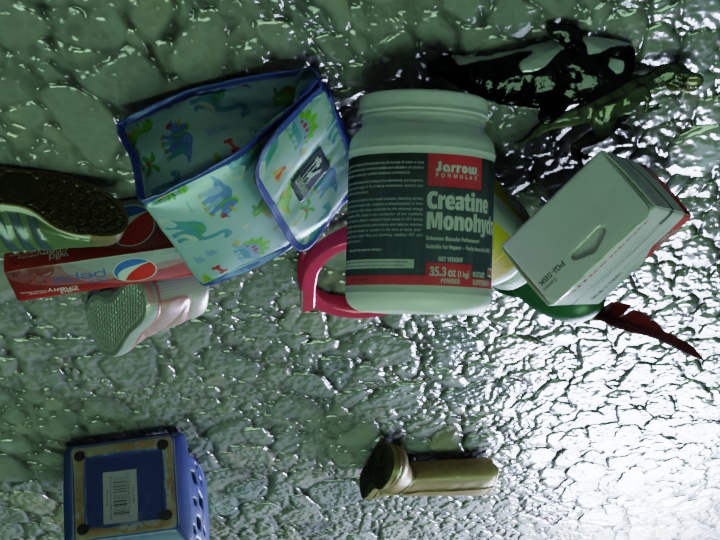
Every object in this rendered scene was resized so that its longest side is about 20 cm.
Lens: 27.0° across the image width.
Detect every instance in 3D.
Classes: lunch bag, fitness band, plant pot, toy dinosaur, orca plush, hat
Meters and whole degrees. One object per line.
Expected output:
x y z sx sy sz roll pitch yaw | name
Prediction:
-0.104 -0.096 1.428 0.198 0.128 0.170 -25 147 1 | lunch bag
0.000 0.000 1.708 0.142 0.038 0.201 -7 152 -9 | fitness band
-0.313 0.339 2.060 0.198 0.202 0.181 -6 146 -3 | plant pot
0.237 -0.149 1.470 0.198 0.048 0.088 -25 154 -6 | toy dinosaur
0.166 -0.175 1.401 0.198 0.072 0.105 3 149 -21 | orca plush
0.248 0.056 1.721 0.164 0.178 0.200 11 146 -31 | hat

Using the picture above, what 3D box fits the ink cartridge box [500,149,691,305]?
0.245 -0.041 1.540 0.147 0.083 0.200 -44 164 16 | ink cartridge box

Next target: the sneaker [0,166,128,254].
-0.338 -0.052 1.490 0.198 0.068 0.090 12 145 -21 | sneaker

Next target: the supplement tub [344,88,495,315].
0.056 -0.060 1.408 0.139 0.202 0.140 2 178 0 | supplement tub

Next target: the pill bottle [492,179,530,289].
0.117 -0.048 1.578 0.104 0.105 0.200 -22 148 23 | pill bottle

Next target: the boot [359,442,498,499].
0.112 0.298 2.238 0.198 0.067 0.175 1 162 -16 | boot

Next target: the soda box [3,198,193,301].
-0.266 -0.025 1.550 0.198 0.071 0.064 -8 150 -1 | soda box

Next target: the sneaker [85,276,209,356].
-0.231 0.039 1.668 0.104 0.076 0.200 -18 174 -32 | sneaker
